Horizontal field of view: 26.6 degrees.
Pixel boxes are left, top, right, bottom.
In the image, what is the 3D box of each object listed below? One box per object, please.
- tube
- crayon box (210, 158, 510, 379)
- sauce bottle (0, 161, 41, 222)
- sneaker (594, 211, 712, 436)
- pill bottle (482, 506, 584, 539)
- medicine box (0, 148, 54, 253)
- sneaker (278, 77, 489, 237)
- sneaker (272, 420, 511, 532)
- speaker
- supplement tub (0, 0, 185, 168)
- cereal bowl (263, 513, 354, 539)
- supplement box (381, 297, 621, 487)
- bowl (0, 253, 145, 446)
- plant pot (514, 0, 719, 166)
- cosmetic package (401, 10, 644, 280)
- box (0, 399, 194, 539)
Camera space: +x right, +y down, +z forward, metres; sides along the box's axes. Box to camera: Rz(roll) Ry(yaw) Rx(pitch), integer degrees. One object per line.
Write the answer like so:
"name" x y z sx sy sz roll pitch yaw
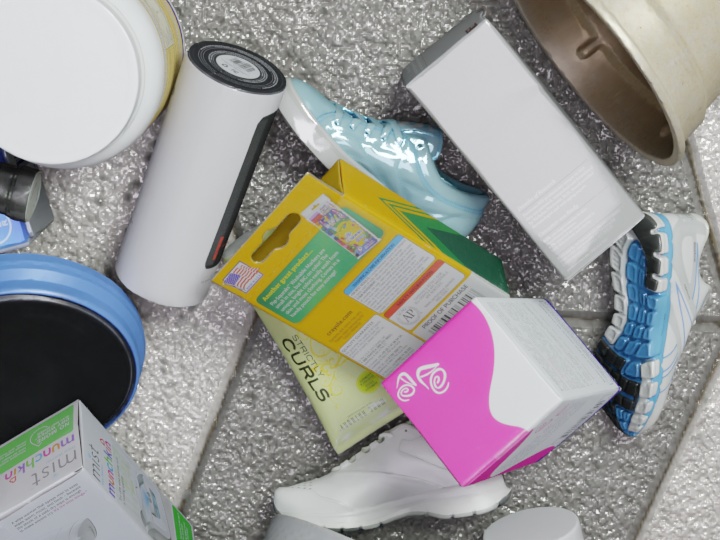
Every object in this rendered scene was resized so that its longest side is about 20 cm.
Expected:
"tube" -0.039 0.054 1.254 0.058 0.052 0.200 -18 111 43
"crayon box" 0.000 0.000 1.181 0.200 0.052 0.126 31 120 -26
"sauce bottle" -0.334 -0.080 1.107 0.199 0.065 0.065 13 103 -3
"sneaker" 0.248 0.044 1.241 0.086 0.075 0.201 -10 120 -31
"pill bottle" 0.163 0.307 1.280 0.111 0.111 0.201 -13 103 3
"medicine box" -0.367 -0.089 1.191 0.199 0.103 0.183 -15 103 3
"sneaker" 0.020 -0.098 1.207 0.200 0.074 0.082 40 99 -20
"sneaker" 0.023 0.172 1.279 0.199 0.075 0.087 -9 86 -1
"speaker" -0.127 -0.072 1.180 0.081 0.081 0.200 21 118 -5
"supplement tub" -0.210 -0.155 1.124 0.145 0.200 0.146 0 103 0
"cereal bowl" 0.004 0.274 1.222 0.200 0.200 0.084 28 77 -6
"supplement box" 0.113 0.089 1.168 0.101 0.200 0.103 -43 76 14
"bowl" -0.271 0.073 1.212 0.200 0.039 0.201 -7 133 -7
"plant pot" 0.239 -0.212 1.129 0.183 0.200 0.201 -38 101 -3
"cosmetic package" 0.124 -0.100 1.186 0.090 0.107 0.200 -42 98 9
"box" -0.261 0.235 1.242 0.200 0.097 0.177 -31 123 7
